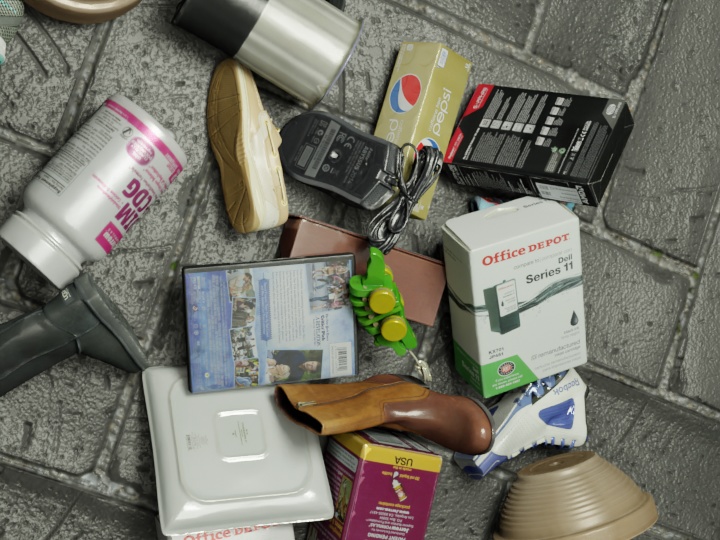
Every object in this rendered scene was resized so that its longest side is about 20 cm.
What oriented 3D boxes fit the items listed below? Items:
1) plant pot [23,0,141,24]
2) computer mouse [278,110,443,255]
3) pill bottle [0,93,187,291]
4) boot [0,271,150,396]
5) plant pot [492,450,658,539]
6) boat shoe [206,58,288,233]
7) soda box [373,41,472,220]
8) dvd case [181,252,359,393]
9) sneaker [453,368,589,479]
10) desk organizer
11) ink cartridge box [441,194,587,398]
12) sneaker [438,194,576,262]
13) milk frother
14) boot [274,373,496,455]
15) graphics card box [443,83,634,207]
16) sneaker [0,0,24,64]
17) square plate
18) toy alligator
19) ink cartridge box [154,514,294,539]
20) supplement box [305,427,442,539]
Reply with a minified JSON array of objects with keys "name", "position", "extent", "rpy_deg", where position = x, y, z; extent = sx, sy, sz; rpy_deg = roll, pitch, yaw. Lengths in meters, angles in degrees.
[{"name":"plant pot","position":[-0.277,-0.378,1.379],"extent":[0.199,0.174,0.202],"rpy_deg":[4,82,-27]},{"name":"computer mouse","position":[-0.008,-0.113,1.521],"extent":[0.199,0.053,0.139],"rpy_deg":[31,89,23]},{"name":"pill bottle","position":[-0.292,-0.082,1.427],"extent":[0.113,0.113,0.200],"rpy_deg":[43,78,-15]},{"name":"boot","position":[-0.346,0.102,1.428],"extent":[0.199,0.066,0.165],"rpy_deg":[-32,139,-4]},{"name":"plant pot","position":[0.248,0.274,1.577],"extent":[0.199,0.201,0.093],"rpy_deg":[-15,91,-18]},{"name":"boat shoe","position":[-0.125,-0.142,1.512],"extent":[0.069,0.073,0.202],"rpy_deg":[-4,84,-41]},{"name":"soda box","position":[0.063,-0.166,1.563],"extent":[0.064,0.067,0.202],"rpy_deg":[23,83,-44]},{"name":"dvd case","position":[-0.100,0.058,1.486],"extent":[0.198,0.018,0.144],"rpy_deg":[-5,101,-15]},{"name":"sneaker","position":[0.220,0.195,1.627],"extent":[0.115,0.080,0.200],"rpy_deg":[46,76,-12]},{"name":"desk organizer","position":[0.000,0.000,1.553],"extent":[0.199,0.072,0.078],"rpy_deg":[18,88,-18]},{"name":"ink cartridge box","position":[0.182,0.028,1.544],"extent":[0.146,0.083,0.201],"rpy_deg":[-17,119,-15]},{"name":"sneaker","position":[0.180,-0.061,1.610],"extent":[0.200,0.079,0.096],"rpy_deg":[-39,101,-14]},{"name":"milk frother","position":[-0.077,-0.314,1.443],"extent":[0.187,0.200,0.182],"rpy_deg":[29,65,-15]},{"name":"boot","position":[0.030,0.161,1.478],"extent":[0.199,0.188,0.069],"rpy_deg":[2,112,-42]},{"name":"graphics card box","position":[0.208,-0.150,1.550],"extent":[0.126,0.199,0.051],"rpy_deg":[-62,142,-23]},{"name":"sneaker","position":[-0.446,-0.308,1.402],"extent":[0.200,0.077,0.092],"rpy_deg":[40,62,-19]},{"name":"square plate","position":[-0.137,0.190,1.483],"extent":[0.196,0.028,0.201],"rpy_deg":[-2,62,-19]},{"name":"toy alligator","position":[0.028,0.060,1.505],"extent":[0.054,0.059,0.201],"rpy_deg":[-16,125,9]},{"name":"ink cartridge box","position":[-0.145,0.366,1.501],"extent":[0.144,0.084,0.202],"rpy_deg":[-10,94,-19]},{"name":"supplement box","position":[0.009,0.289,1.522],"extent":[0.102,0.131,0.202],"rpy_deg":[12,93,-20]}]
